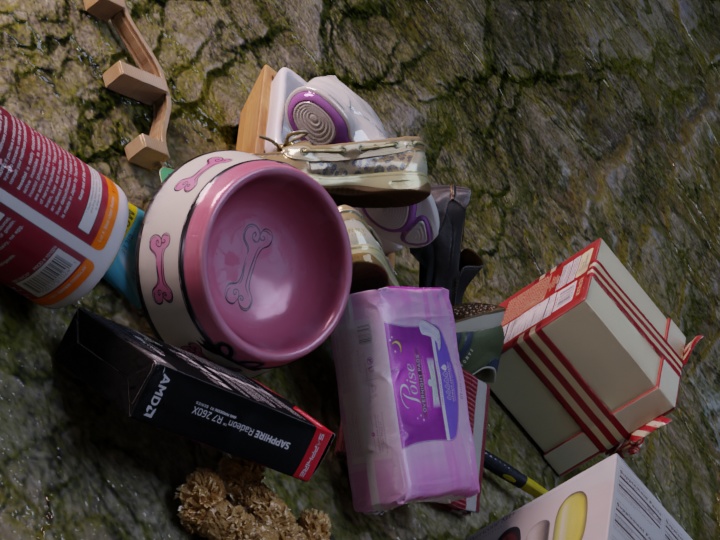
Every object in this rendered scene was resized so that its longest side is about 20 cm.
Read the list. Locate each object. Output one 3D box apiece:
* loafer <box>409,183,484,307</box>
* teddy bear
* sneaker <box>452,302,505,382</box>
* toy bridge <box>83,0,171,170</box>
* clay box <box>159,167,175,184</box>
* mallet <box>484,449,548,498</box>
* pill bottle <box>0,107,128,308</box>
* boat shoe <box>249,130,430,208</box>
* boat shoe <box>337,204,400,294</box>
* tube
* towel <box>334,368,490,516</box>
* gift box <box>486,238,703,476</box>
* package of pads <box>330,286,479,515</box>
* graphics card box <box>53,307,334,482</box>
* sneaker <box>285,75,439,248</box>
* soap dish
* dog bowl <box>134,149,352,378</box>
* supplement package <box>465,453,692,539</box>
[{"bbox_3d":[0.095,0.001,1.795,0.073,0.072,0.201,-86,166,-55],"label":"loafer"},{"bbox_3d":[-0.066,0.232,1.357,0.145,0.067,0.201,8,52,-53],"label":"teddy bear"},{"bbox_3d":[0.072,0.091,1.735,0.199,0.067,0.091,-10,104,-40],"label":"sneaker"},{"bbox_3d":[-0.211,-0.176,1.622,0.067,0.027,0.201,19,44,-51],"label":"toy bridge"},{"bbox_3d":[-0.115,-0.013,1.573,0.199,0.048,0.115,23,41,-45],"label":"clay box"},{"bbox_3d":[0.168,0.229,1.783,0.199,0.066,0.041,27,34,-19],"label":"mallet"},{"bbox_3d":[-0.281,-0.064,1.289,0.200,0.113,0.113,36,33,-34],"label":"pill bottle"},{"bbox_3d":[-0.033,-0.095,1.595,0.199,0.073,0.063,2,75,-21],"label":"boat shoe"},{"bbox_3d":[-0.003,0.000,1.635,0.201,0.073,0.064,66,12,-71],"label":"boat shoe"},{"bbox_3d":[-0.239,-0.052,1.416,0.200,0.050,0.078,38,72,-32],"label":"tube"},{"bbox_3d":[0.053,0.141,1.650,0.200,0.023,0.145,31,57,-41],"label":"towel"},{"bbox_3d":[0.263,0.100,1.903,0.187,0.200,0.185,50,32,-12],"label":"gift box"},{"bbox_3d":[0.038,0.117,1.563,0.120,0.075,0.201,1,78,-51],"label":"package of pads"},{"bbox_3d":[-0.130,0.099,1.355,0.200,0.051,0.125,28,0,-44],"label":"graphics card box"},{"bbox_3d":[0.015,-0.114,1.687,0.200,0.075,0.100,51,29,-7],"label":"sneaker"},{"bbox_3d":[-0.044,-0.094,1.741,0.200,0.081,0.158,40,31,-28],"label":"soap dish"},{"bbox_3d":[-0.091,-0.005,1.470,0.199,0.074,0.202,1,89,-41],"label":"dog bowl"},{"bbox_3d":[0.194,0.311,1.553,0.147,0.191,0.200,48,27,-15],"label":"supplement package"}]
